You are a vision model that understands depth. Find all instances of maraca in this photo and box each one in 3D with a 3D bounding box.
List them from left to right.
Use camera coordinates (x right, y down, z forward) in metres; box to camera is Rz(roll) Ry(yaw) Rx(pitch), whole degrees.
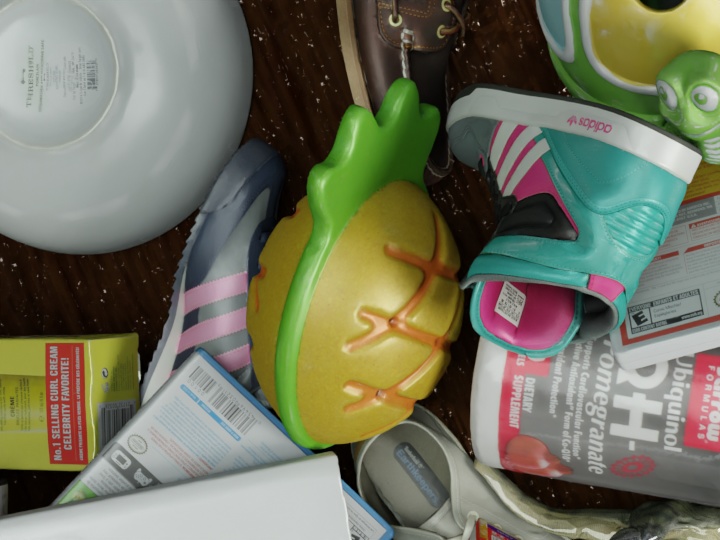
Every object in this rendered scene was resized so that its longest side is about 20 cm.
[{"bbox_3d":[0.000,0.000,1.382,0.107,0.137,0.201,20,121,23],"label":"maraca"}]

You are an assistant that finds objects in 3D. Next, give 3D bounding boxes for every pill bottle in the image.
[{"bbox_3d":[0.163,0.062,1.384,0.199,0.111,0.111,9,93,13],"label":"pill bottle"}]

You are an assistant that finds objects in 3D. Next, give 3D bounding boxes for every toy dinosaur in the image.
[{"bbox_3d":[0.153,0.144,1.395,0.199,0.088,0.048,8,127,3],"label":"toy dinosaur"}]

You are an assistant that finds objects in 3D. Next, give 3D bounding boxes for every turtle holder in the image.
[{"bbox_3d":[0.146,-0.137,1.342,0.140,0.132,0.186,8,57,24],"label":"turtle holder"}]

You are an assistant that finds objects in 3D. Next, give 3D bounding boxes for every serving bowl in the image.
[{"bbox_3d":[-0.162,-0.108,1.480,0.199,0.066,0.201,0,92,12],"label":"serving bowl"}]

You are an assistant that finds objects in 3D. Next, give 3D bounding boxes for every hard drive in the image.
[{"bbox_3d":[-0.099,0.176,1.384,0.199,0.027,0.132,-10,93,-7],"label":"hard drive"}]

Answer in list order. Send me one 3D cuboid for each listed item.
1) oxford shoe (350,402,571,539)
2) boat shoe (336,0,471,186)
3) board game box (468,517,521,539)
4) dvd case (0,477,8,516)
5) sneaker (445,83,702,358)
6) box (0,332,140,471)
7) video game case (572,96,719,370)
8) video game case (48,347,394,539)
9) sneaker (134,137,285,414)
[{"bbox_3d":[0.066,0.150,1.438,0.075,0.058,0.200,-44,83,9],"label":"oxford shoe"},{"bbox_3d":[0.023,-0.144,1.432,0.070,0.070,0.201,-13,88,17],"label":"boat shoe"},{"bbox_3d":[0.115,0.242,1.406,0.199,0.046,0.152,26,101,-4],"label":"board game box"},{"bbox_3d":[-0.257,0.206,1.427,0.142,0.018,0.201,2,92,12],"label":"dvd case"},{"bbox_3d":[0.085,-0.021,1.341,0.083,0.200,0.121,26,86,-25],"label":"sneaker"},{"bbox_3d":[-0.213,0.072,1.477,0.199,0.050,0.076,0,92,30],"label":"box"},{"bbox_3d":[0.185,-0.051,1.365,0.143,0.017,0.201,-15,51,13],"label":"video game case"},{"bbox_3d":[-0.100,0.161,1.406,0.143,0.018,0.200,44,86,-8],"label":"video game case"},{"bbox_3d":[-0.061,0.031,1.458,0.082,0.070,0.201,21,105,18],"label":"sneaker"}]
